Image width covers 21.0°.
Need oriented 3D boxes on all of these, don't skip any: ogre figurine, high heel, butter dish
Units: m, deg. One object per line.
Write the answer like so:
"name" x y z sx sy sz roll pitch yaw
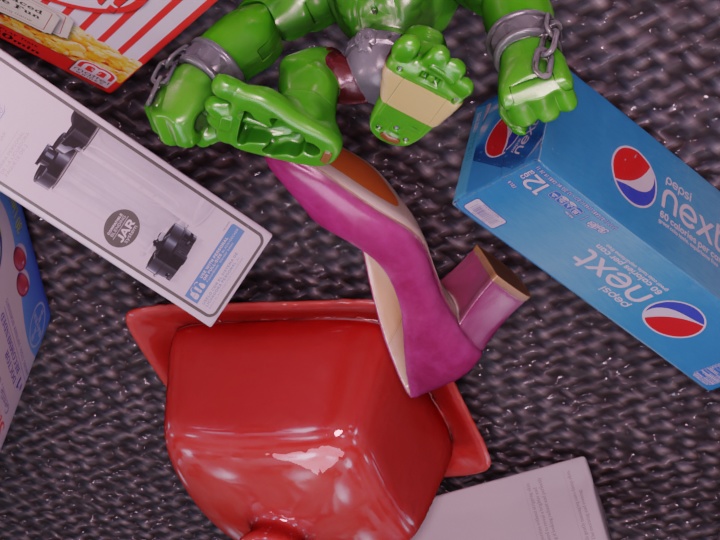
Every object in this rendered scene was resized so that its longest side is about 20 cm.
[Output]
"ogre figurine" 0.005 -0.109 0.896 0.200 0.120 0.098 -20 129 37
"high heel" 0.000 0.000 1.075 0.096 0.067 0.200 -46 132 15
"butter dish" -0.040 0.120 1.207 0.199 0.148 0.200 -3 142 21

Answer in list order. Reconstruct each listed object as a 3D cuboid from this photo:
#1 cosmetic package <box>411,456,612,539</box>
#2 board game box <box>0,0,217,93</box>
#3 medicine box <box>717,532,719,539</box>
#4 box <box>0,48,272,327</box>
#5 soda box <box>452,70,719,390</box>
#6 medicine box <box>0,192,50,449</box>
"cosmetic package" 0.069 0.209 1.269 0.200 0.113 0.081 -15 142 6
"board game box" -0.146 -0.158 0.896 0.151 0.046 0.200 26 161 -17
"medicine box" 0.264 0.215 1.174 0.103 0.200 0.182 11 145 8
"box" -0.155 -0.058 1.026 0.200 0.060 0.117 34 180 -26
"soda box" 0.145 -0.019 1.017 0.200 0.068 0.064 35 141 -27
"medicine box" -0.269 0.045 1.134 0.103 0.200 0.182 9 145 8
